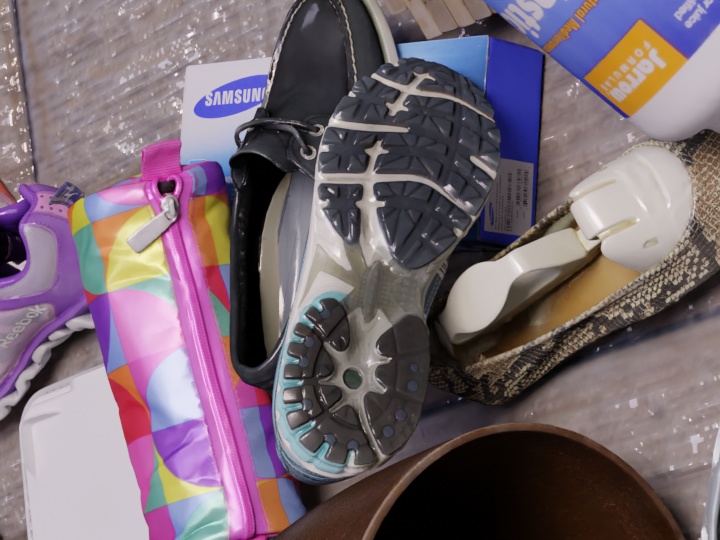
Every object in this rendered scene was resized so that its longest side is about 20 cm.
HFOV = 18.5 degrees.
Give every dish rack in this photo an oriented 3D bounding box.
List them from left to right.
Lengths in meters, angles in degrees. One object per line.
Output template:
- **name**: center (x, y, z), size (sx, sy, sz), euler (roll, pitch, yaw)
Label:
- **dish rack**: center (-0.118, 0.136, 1.140), size (0.171, 0.043, 0.201), euler (-22, 68, 39)

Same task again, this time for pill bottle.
- **pill bottle**: center (0.116, -0.123, 0.872), size (0.200, 0.112, 0.112), euler (40, 115, -1)

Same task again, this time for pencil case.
- **pencil case**: center (-0.083, 0.045, 1.051), size (0.088, 0.088, 0.201), euler (-20, 83, 38)

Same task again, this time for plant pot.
- **plant pot**: center (0.015, 0.168, 0.941), size (0.200, 0.186, 0.188), euler (-15, 73, 55)

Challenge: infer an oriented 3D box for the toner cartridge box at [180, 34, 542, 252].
- **toner cartridge box**: center (-0.005, -0.057, 1.067), size (0.199, 0.043, 0.096), euler (-2, 82, 42)

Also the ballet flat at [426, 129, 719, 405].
- **ballet flat**: center (0.094, -0.004, 0.948), size (0.200, 0.075, 0.068), euler (-38, 59, 31)

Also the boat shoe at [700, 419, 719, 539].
- **boat shoe**: center (0.158, 0.122, 0.862), size (0.070, 0.071, 0.202), euler (3, 84, 16)

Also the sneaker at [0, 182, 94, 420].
- **sneaker**: center (-0.199, 0.015, 1.193), size (0.200, 0.088, 0.081), euler (-38, 46, 31)

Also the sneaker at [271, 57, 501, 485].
- **sneaker**: center (0.000, 0.000, 0.959), size (0.086, 0.077, 0.201), euler (126, 165, -65)

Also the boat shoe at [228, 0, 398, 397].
- **boat shoe**: center (-0.031, -0.039, 1.014), size (0.074, 0.066, 0.201), euler (8, 90, 43)

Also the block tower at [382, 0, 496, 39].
- **block tower**: center (0.095, -0.162, 0.972), size (0.199, 0.058, 0.054), euler (-15, 117, 40)

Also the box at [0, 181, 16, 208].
- **box**: center (-0.296, 0.014, 1.279), size (0.095, 0.102, 0.201), euler (48, 115, 36)
